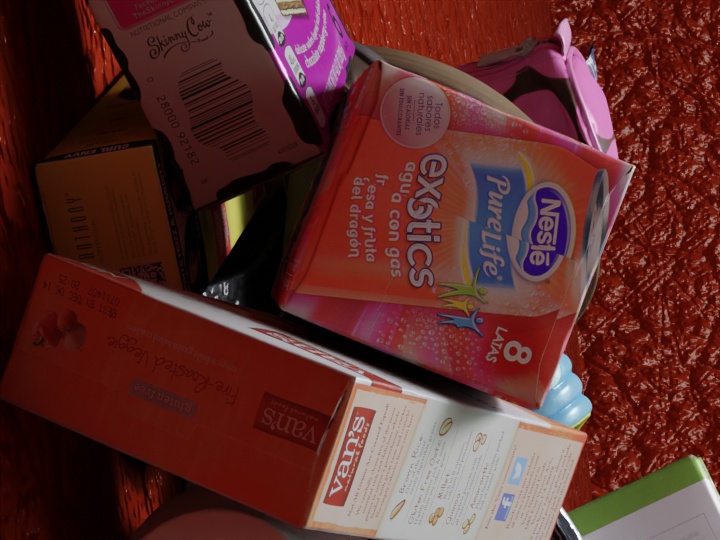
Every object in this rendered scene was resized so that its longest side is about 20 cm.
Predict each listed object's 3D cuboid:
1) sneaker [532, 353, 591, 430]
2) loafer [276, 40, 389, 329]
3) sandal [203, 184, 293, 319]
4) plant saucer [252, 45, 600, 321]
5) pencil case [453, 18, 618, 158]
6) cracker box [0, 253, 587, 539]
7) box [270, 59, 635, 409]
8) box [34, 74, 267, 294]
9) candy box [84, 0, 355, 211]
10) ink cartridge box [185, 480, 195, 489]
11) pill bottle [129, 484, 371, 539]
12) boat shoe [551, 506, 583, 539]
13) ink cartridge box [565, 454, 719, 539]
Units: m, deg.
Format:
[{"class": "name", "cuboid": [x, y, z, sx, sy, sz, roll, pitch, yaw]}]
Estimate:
[{"class": "sneaker", "cuboid": [0.039, 0.060, 1.492, 0.200, 0.079, 0.131, -8, -68, 59]}, {"class": "loafer", "cuboid": [0.000, 0.000, 1.239, 0.071, 0.073, 0.201, -19, 94, -44]}, {"class": "sandal", "cuboid": [-0.058, 0.025, 1.252, 0.200, 0.045, 0.075, -51, 129, -54]}, {"class": "plant saucer", "cuboid": [0.016, -0.031, 1.336, 0.201, 0.199, 0.030, 74, 30, -44]}, {"class": "pencil case", "cuboid": [0.026, -0.051, 1.425, 0.091, 0.199, 0.094, -85, 156, -61]}, {"class": "cracker box", "cuboid": [-0.020, 0.052, 1.057, 0.200, 0.133, 0.058, 16, 94, -62]}, {"class": "box", "cuboid": [0.030, -0.013, 1.098, 0.200, 0.102, 0.095, -162, -86, -86]}, {"class": "box", "cuboid": [-0.082, -0.035, 1.188, 0.200, 0.050, 0.076, -66, 145, -74]}, {"class": "candy box", "cuboid": [-0.074, -0.140, 1.124, 0.201, 0.061, 0.136, 62, 14, -17]}, {"class": "ink cartridge box", "cuboid": [-0.018, 0.111, 1.371, 0.200, 0.083, 0.146, 71, 15, -54]}, {"class": "pill bottle", "cuboid": [-0.036, 0.137, 1.139, 0.200, 0.111, 0.112, 33, 50, -78]}, {"class": "boat shoe", "cuboid": [0.089, 0.167, 1.199, 0.068, 0.071, 0.201, -42, -118, 61]}, {"class": "ink cartridge box", "cuboid": [0.123, 0.204, 1.272, 0.076, 0.147, 0.201, 72, -6, -76]}]
